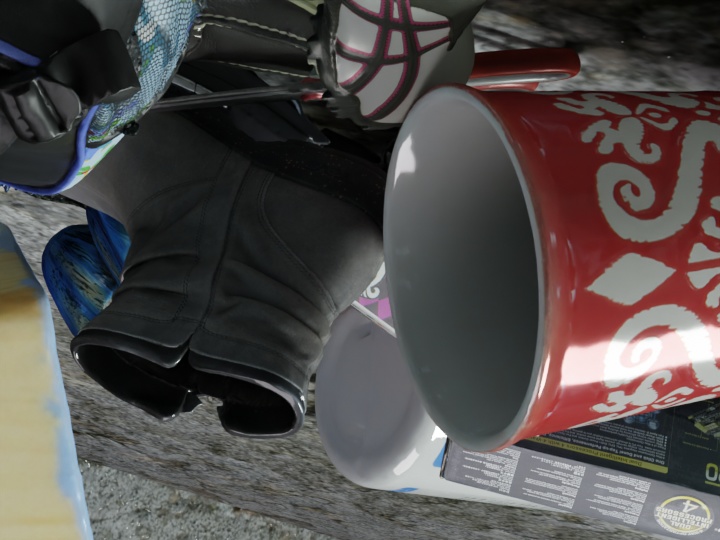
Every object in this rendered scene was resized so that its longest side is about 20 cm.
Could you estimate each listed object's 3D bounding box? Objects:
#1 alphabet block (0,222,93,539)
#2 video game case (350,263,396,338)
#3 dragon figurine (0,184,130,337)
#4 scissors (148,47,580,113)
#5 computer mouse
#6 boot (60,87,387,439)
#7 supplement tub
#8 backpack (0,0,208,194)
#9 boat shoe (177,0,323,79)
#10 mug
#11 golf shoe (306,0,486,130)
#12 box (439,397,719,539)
[{"bbox_3d":[-0.251,0.101,0.985,0.199,0.198,0.195,-12,-166,-14],"label":"alphabet block"},{"bbox_3d":[0.000,0.000,1.003,0.181,0.036,0.200,37,179,-23],"label":"video game case"},{"bbox_3d":[-0.118,-0.003,0.955,0.099,0.201,0.059,-6,158,-49],"label":"dragon figurine"},{"bbox_3d":[-0.007,-0.080,0.814,0.199,0.014,0.073,-3,178,-12],"label":"scissors"},{"bbox_3d":[-0.050,-0.081,0.944,0.199,0.046,0.140,17,-173,7],"label":"computer mouse"},{"bbox_3d":[-0.090,-0.008,0.827,0.199,0.132,0.070,14,141,27],"label":"boot"},{"bbox_3d":[0.084,0.081,1.215,0.199,0.133,0.132,12,171,-36],"label":"supplement tub"},{"bbox_3d":[-0.127,-0.115,0.590,0.182,0.147,0.200,32,164,-3],"label":"backpack"},{"bbox_3d":[-0.103,-0.106,0.816,0.200,0.066,0.072,15,164,-13],"label":"boat shoe"},{"bbox_3d":[0.117,-0.021,0.757,0.199,0.134,0.178,-6,-149,-22],"label":"mug"},{"bbox_3d":[0.020,-0.103,0.691,0.087,0.078,0.200,2,164,18],"label":"golf shoe"},{"bbox_3d":[0.155,0.068,1.086,0.199,0.162,0.049,13,133,2],"label":"box"}]
